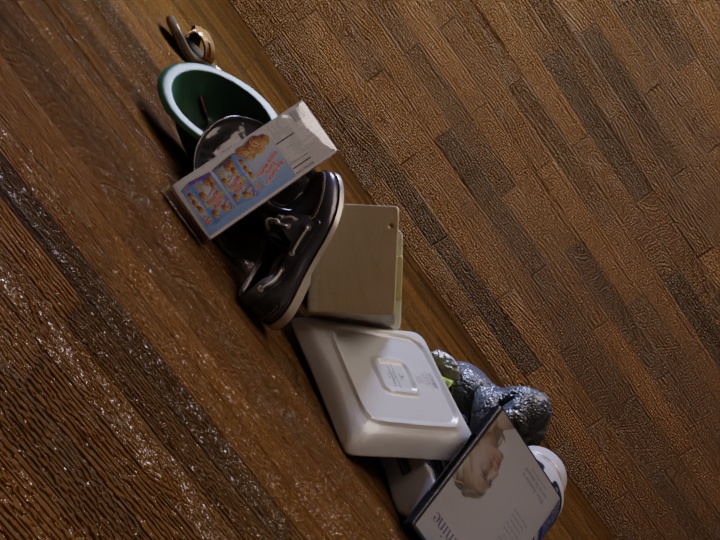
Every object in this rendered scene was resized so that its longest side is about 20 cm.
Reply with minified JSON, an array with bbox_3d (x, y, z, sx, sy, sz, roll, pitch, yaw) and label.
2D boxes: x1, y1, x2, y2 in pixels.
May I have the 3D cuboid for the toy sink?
[{"bbox_3d":[-0.003,0.004,1.526,0.200,0.111,0.131,88,4,-79],"label":"toy sink"}]

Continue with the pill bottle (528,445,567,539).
[{"bbox_3d":[0.189,0.292,1.554,0.111,0.111,0.200,55,31,5],"label":"pill bottle"}]

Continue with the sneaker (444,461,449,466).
[{"bbox_3d":[0.087,0.239,1.641,0.201,0.070,0.076,61,-10,2],"label":"sneaker"}]

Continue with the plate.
[{"bbox_3d":[0.034,0.131,1.443,0.199,0.032,0.200,10,39,-37],"label":"plate"}]

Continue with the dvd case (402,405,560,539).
[{"bbox_3d":[0.141,0.270,1.399,0.018,0.200,0.143,-15,-65,49],"label":"dvd case"}]

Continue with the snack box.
[{"bbox_3d":[-0.118,-0.111,1.379,0.072,0.200,0.024,55,-31,-4],"label":"snack box"}]

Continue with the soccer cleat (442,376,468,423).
[{"bbox_3d":[0.099,0.177,1.870,0.065,0.084,0.201,47,10,-47],"label":"soccer cleat"}]

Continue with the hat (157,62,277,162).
[{"bbox_3d":[-0.202,-0.139,1.592,0.199,0.176,0.166,31,36,-10],"label":"hat"}]

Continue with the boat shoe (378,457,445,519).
[{"bbox_3d":[0.067,0.227,1.458,0.068,0.072,0.200,51,12,-35],"label":"boat shoe"}]

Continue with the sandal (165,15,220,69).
[{"bbox_3d":[-0.270,-0.377,2.108,0.081,0.054,0.200,59,8,30],"label":"sandal"}]

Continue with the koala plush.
[{"bbox_3d":[0.188,0.220,2.010,0.200,0.184,0.177,45,0,34],"label":"koala plush"}]

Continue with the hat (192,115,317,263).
[{"bbox_3d":[-0.100,-0.100,1.453,0.200,0.081,0.202,25,58,-47],"label":"hat"}]

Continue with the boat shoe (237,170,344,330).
[{"bbox_3d":[-0.076,-0.035,1.372,0.063,0.201,0.073,33,-26,-26],"label":"boat shoe"}]
